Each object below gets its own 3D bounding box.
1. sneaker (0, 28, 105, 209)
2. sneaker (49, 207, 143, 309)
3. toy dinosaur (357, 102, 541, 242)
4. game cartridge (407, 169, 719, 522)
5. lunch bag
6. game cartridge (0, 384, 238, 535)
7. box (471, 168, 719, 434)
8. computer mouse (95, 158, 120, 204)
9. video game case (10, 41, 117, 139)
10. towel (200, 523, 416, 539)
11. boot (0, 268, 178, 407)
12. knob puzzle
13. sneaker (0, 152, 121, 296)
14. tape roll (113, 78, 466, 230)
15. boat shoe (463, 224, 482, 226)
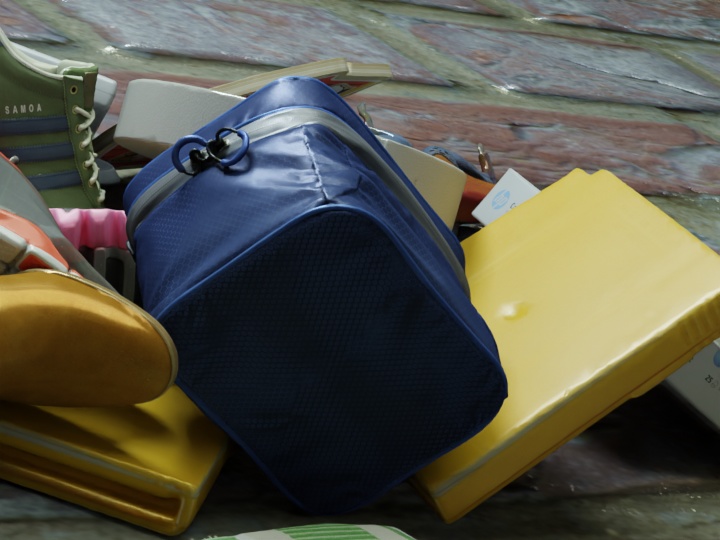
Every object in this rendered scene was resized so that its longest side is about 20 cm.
[{"bbox_3d":[-0.174,-0.077,1.535,0.200,0.090,0.067,49,-5,-16],"label":"sneaker"},{"bbox_3d":[-0.171,-0.003,1.424,0.199,0.079,0.095,15,1,-18],"label":"sneaker"},{"bbox_3d":[0.025,-0.067,1.697,0.199,0.106,0.181,-10,-20,36],"label":"toy dinosaur"},{"bbox_3d":[0.088,0.034,1.468,0.199,0.033,0.176,-32,33,-8],"label":"game cartridge"},{"bbox_3d":[-0.030,0.004,1.363,0.200,0.136,0.133,51,13,-36],"label":"lunch bag"},{"bbox_3d":[-0.148,0.064,1.388,0.175,0.033,0.200,19,15,4],"label":"game cartridge"},{"bbox_3d":[0.171,0.034,1.631,0.200,0.041,0.156,39,3,-33],"label":"box"},{"bbox_3d":[-0.241,-0.054,1.632,0.199,0.053,0.138,12,10,11],"label":"computer mouse"},{"bbox_3d":[-0.258,-0.124,1.712,0.199,0.022,0.182,20,-13,-8],"label":"video game case"},{"bbox_3d":[-0.009,0.160,1.236,0.152,0.024,0.199,30,22,37],"label":"towel"},{"bbox_3d":[-0.195,0.050,1.244,0.200,0.071,0.144,14,27,8],"label":"boot"},{"bbox_3d":[-0.091,-0.089,1.758,0.219,0.031,0.220,-18,-4,-1],"label":"knob puzzle"},{"bbox_3d":[-0.174,-0.025,1.332,0.200,0.077,0.082,42,40,-20],"label":"sneaker"},{"bbox_3d":[-0.039,-0.063,1.545,0.202,0.037,0.203,15,-4,1],"label":"tape roll"},{"bbox_3d":[0.110,-0.010,1.793,0.200,0.074,0.067,32,13,23],"label":"boat shoe"}]
